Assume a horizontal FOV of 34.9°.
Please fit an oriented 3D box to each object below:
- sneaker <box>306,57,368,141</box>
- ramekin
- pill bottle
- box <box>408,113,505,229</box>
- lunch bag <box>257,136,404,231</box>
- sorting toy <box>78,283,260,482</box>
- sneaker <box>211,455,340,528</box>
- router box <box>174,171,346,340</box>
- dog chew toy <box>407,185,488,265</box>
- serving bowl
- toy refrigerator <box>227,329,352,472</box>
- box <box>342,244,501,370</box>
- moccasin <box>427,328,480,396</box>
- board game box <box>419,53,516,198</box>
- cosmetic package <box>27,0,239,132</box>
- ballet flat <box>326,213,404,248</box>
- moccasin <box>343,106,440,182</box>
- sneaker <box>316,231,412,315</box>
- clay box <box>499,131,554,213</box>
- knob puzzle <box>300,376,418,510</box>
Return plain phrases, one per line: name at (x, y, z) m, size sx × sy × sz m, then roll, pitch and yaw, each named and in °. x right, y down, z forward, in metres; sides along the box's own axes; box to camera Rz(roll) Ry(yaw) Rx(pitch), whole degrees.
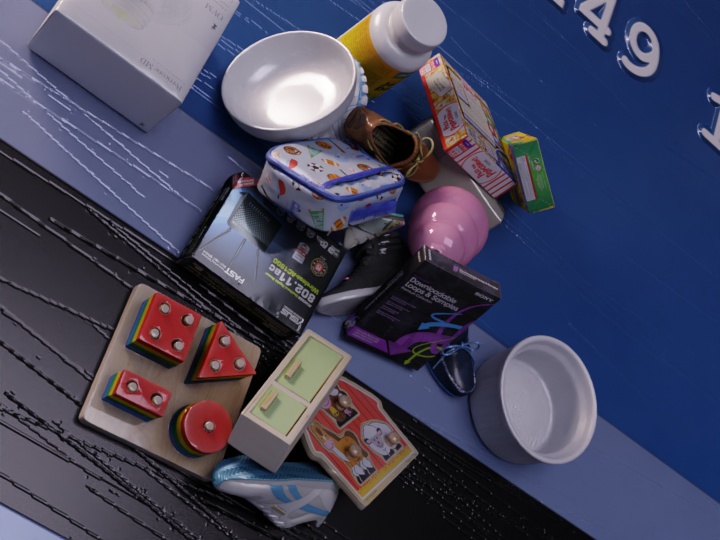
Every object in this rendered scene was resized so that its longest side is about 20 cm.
sneaker at (-0.044, -0.223, 1.715) m, size 0.086 × 0.075 × 0.201 m, roll 6°, pitch 93°, yaw -20°
ramekin at (0.268, 0.210, 1.803) m, size 0.200 × 0.098 × 0.201 m, roll 11°, pitch 69°, yaw -31°
pill bottle at (0.040, -0.342, 1.753) m, size 0.113 × 0.200 × 0.113 m, roll 12°, pitch 69°, yaw -32°
box at (0.143, -0.147, 1.828) m, size 0.200 × 0.082 × 0.068 m, roll 56°, pitch 21°, yaw -9°
lunch bag at (-0.034, -0.122, 1.602) m, size 0.160 × 0.076 × 0.200 m, roll 31°, pitch 29°, yaw 25°
sorting toy at (-0.232, 0.142, 1.492) m, size 0.199 × 0.070 × 0.200 m, roll 31°, pitch 60°, yaw -24°
sneaker at (-0.111, 0.296, 1.511) m, size 0.200 × 0.076 × 0.081 m, roll 16°, pitch 99°, yaw -37°
router box at (-0.136, -0.019, 1.605) m, size 0.200 × 0.062 × 0.150 m, roll 37°, pitch 65°, yaw -20°
dog chew toy at (0.125, -0.052, 1.719) m, size 0.125 × 0.124 × 0.200 m, roll 54°, pitch 22°, yaw -8°
serving bowl at (-0.099, -0.257, 1.668) m, size 0.066 × 0.200 × 0.200 m, roll 75°, pitch 35°, yaw -52°
toy refrigerator at (-0.090, 0.167, 1.519) m, size 0.076 × 0.070 × 0.200 m, roll 32°, pitch 39°, yaw 5°
box at (0.088, 0.058, 1.663) m, size 0.143 × 0.200 × 0.036 m, roll 25°, pitch 38°, yaw -26°
moccasin at (0.131, 0.098, 1.760) m, size 0.080 × 0.068 × 0.200 m, roll -23°, pitch 90°, yaw -37°
board game box at (0.171, -0.232, 1.830) m, size 0.151 × 0.046 × 0.200 m, roll 38°, pitch 29°, yaw -41°
cosmetic package at (-0.306, -0.336, 1.560) m, size 0.199 × 0.123 × 0.200 m, roll 35°, pitch 60°, yaw -21°
ballet flat at (-0.037, -0.073, 1.679) m, size 0.199 × 0.069 × 0.071 m, roll 16°, pitch 87°, yaw -3°
moccasin at (0.061, -0.182, 1.708) m, size 0.074 × 0.078 × 0.201 m, roll -54°, pitch 139°, yaw -1°
sneaker at (0.000, 0.000, 1.706) m, size 0.200 × 0.071 × 0.099 m, roll -18°, pitch 76°, yaw -35°
clay box at (0.267, -0.164, 1.881) m, size 0.047 × 0.200 × 0.115 m, roll -16°, pitch 100°, yaw 0°
knob puzzle at (-0.016, 0.212, 1.599) m, size 0.219 × 0.030 × 0.220 m, roll 29°, pitch 35°, yaw -23°
